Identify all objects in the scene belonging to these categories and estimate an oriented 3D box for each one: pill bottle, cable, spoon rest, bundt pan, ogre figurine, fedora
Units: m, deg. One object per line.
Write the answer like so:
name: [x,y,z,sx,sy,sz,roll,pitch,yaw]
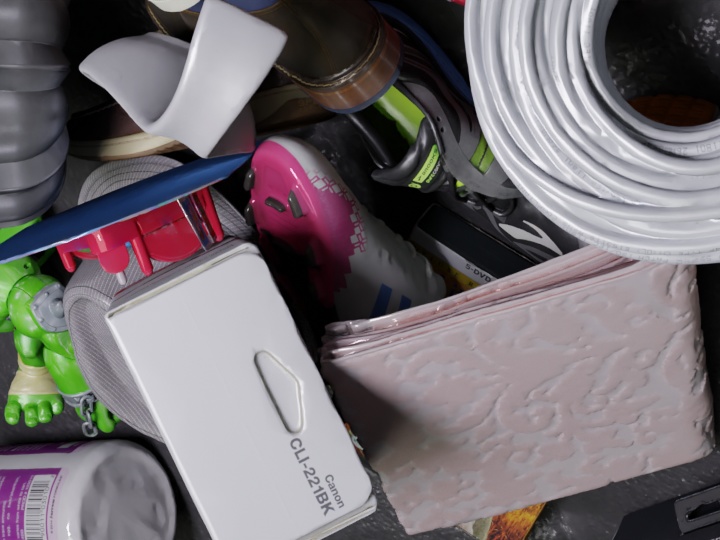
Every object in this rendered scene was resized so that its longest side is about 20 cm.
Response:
pill bottle: [-0.240,0.183,1.233,0.199,0.112,0.113,-7,119,37]
cable: [0.146,-0.104,0.745,0.199,0.069,0.201,-25,89,13]
spoon rest: [-0.086,-0.085,0.819,0.099,0.061,0.200,25,173,-13]
bundt pan: [-0.200,-0.117,0.942,0.075,0.203,0.203,0,132,-11]
ogre figurine: [-0.242,0.019,1.127,0.200,0.098,0.120,54,158,32]
fedora: [-0.120,0.036,1.046,0.176,0.090,0.201,-8,123,42]

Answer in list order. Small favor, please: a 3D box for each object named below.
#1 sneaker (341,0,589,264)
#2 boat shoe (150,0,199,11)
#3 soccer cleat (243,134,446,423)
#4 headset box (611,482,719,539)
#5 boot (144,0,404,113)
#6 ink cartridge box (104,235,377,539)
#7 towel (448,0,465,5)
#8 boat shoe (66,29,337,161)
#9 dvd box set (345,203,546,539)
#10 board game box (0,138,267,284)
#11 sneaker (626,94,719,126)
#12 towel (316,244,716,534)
sneaker: [0.050,-0.057,0.884,0.199,0.083,0.071,39,136,1]
boat shoe: [-0.085,-0.226,0.781,0.067,0.202,0.071,20,166,-41]
soccer cleat: [0.000,0.000,0.916,0.070,0.086,0.201,25,143,47]
headset box: [0.244,0.208,0.952,0.200,0.093,0.174,50,134,-10]
boot: [-0.067,-0.150,0.853,0.199,0.075,0.097,26,168,44]
ink cartridge box: [-0.067,0.063,0.891,0.145,0.083,0.200,64,174,-5]
towel: [0.036,-0.198,0.830,0.199,0.023,0.145,22,131,18]
boat shoe: [-0.098,-0.106,0.963,0.199,0.072,0.073,-6,96,44]
dvd box set: [0.068,0.072,1.006,0.146,0.029,0.201,32,135,9]
board game box: [-0.124,-0.019,0.911,0.157,0.200,0.039,-19,99,11]
sneaker: [0.195,-0.017,0.831,0.199,0.076,0.092,21,136,20]
towel: [0.089,0.063,0.886,0.189,0.032,0.201,-16,143,5]
